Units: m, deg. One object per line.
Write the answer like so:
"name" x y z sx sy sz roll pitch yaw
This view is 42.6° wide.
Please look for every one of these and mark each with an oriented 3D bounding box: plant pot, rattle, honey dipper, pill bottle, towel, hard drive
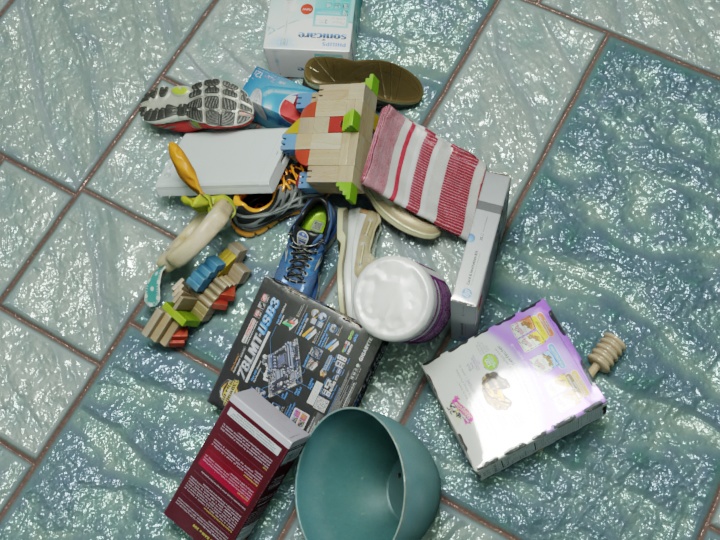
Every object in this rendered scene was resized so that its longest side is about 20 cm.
"plant pot" 0.028 0.285 1.203 0.199 0.134 0.203 -13 71 43
"rattle" -0.290 -0.059 1.354 0.199 0.143 0.131 -37 34 18
"honey dipper" 0.303 0.175 1.297 0.038 0.038 0.201 36 77 17
"pill bottle" 0.066 0.044 1.270 0.111 0.200 0.114 -2 84 16
"towel" 0.100 -0.145 1.388 0.198 0.023 0.146 27 60 -20
"hard drive" -0.205 -0.168 1.429 0.197 0.026 0.133 1 47 22

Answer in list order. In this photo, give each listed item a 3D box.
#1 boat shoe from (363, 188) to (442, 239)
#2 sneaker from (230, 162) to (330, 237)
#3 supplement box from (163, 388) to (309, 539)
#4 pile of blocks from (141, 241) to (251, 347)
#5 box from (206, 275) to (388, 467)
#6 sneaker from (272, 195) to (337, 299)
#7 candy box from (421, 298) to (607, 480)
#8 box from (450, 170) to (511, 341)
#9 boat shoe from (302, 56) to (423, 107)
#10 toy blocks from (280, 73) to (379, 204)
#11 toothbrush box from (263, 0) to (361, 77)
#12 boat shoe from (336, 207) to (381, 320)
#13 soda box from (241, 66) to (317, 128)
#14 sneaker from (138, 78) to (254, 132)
"boat shoe" 0.051 -0.127 1.406 0.200 0.065 0.072 43 37 16
"sneaker" -0.115 -0.127 1.428 0.199 0.077 0.078 -36 68 -12
"supplement box" -0.165 0.272 1.230 0.108 0.061 0.201 36 103 17
"pile of blocks" -0.230 0.040 1.364 0.062 0.082 0.200 36 74 17
"box" -0.088 0.140 1.302 0.197 0.050 0.202 25 89 15
"sneaker" -0.090 -0.024 1.376 0.077 0.089 0.202 13 69 11
"candy box" 0.209 0.163 1.269 0.198 0.072 0.169 -28 64 1
"box" 0.171 -0.016 1.319 0.041 0.156 0.202 12 69 11
"boat shoe" 0.002 -0.299 1.497 0.197 0.065 0.074 10 68 -12
"toy blocks" -0.054 -0.195 1.374 0.135 0.100 0.203 2 77 24
"toothbrush box" -0.076 -0.427 1.545 0.144 0.085 0.203 5 69 6
"boat shoe" 0.000 0.000 1.368 0.067 0.075 0.203 -1 72 1
"soda box" -0.093 -0.250 1.481 0.198 0.068 0.065 25 71 13
"sneaker" -0.254 -0.257 1.484 0.197 0.085 0.078 5 79 18
